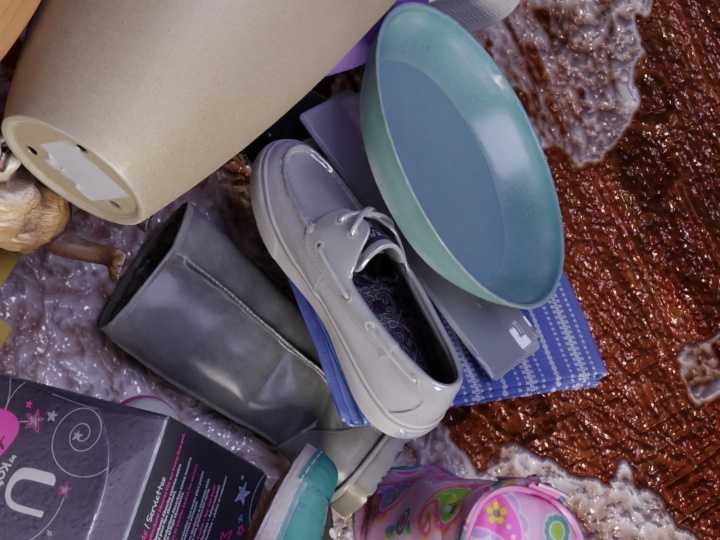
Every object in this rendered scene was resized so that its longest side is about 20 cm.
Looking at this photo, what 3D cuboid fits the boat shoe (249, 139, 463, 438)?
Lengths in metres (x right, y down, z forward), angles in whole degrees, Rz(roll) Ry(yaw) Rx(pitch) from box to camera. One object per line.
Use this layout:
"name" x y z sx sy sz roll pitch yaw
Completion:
"boat shoe" 0.000 0.000 1.582 0.072 0.069 0.200 -7 63 -35

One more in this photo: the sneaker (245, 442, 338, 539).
"sneaker" -0.042 0.202 1.577 0.080 0.071 0.200 23 70 -6

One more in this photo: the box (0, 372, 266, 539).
"box" -0.160 0.172 1.457 0.115 0.132 0.200 39 67 -56

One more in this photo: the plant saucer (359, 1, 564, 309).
"plant saucer" 0.055 -0.064 1.632 0.200 0.036 0.200 39 37 -39

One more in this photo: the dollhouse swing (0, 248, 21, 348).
"dollhouse swing" -0.312 0.004 1.514 0.182 0.176 0.200 -44 103 10

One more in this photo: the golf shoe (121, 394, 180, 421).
"golf shoe" -0.114 0.165 1.553 0.075 0.091 0.201 8 70 -27

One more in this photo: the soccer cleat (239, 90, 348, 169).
"soccer cleat" -0.028 -0.062 1.686 0.200 0.067 0.081 30 62 -24

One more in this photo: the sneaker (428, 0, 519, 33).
"sneaker" -0.008 -0.199 1.746 0.199 0.074 0.116 -12 62 -22

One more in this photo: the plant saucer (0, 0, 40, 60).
"plant saucer" -0.217 -0.161 1.494 0.037 0.200 0.201 32 62 -28

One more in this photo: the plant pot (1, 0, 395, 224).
"plant pot" -0.103 -0.131 1.480 0.187 0.187 0.200 39 68 -16

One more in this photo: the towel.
"towel" 0.048 0.021 1.662 0.200 0.024 0.145 -7 65 -36

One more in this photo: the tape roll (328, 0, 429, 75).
"tape roll" -0.048 -0.217 1.668 0.199 0.066 0.201 2 58 -4

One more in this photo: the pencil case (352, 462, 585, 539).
"pencil case" 0.064 0.158 1.596 0.087 0.200 0.088 1 88 -19

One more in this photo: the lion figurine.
"lion figurine" -0.180 -0.057 1.574 0.122 0.200 0.073 20 106 0

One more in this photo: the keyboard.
"keyboard" 0.037 -0.023 1.651 0.056 0.011 0.200 -33 85 -44

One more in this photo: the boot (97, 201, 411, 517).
"boot" -0.041 0.030 1.658 0.200 0.073 0.182 40 57 -8
